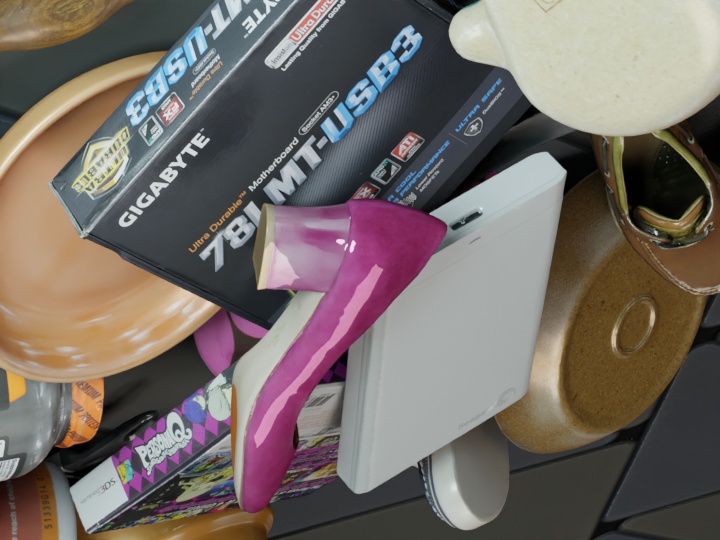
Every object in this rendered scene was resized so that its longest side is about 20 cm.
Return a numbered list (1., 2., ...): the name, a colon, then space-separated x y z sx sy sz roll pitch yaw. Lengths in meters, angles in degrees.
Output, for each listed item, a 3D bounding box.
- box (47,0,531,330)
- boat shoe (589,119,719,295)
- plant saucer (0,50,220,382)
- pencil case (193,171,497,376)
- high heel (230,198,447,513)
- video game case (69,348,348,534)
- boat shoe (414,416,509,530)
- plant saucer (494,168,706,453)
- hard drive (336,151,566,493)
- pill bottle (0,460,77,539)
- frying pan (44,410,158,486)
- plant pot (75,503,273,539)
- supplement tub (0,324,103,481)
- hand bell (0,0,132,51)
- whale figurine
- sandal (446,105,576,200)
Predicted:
1. box: -0.027 -0.069 1.458 0.200 0.050 0.198 -47 144 11
2. boat shoe: 0.175 -0.042 1.652 0.072 0.068 0.200 -25 133 12
3. plant saucer: -0.128 -0.032 1.482 0.199 0.037 0.201 -24 139 -23
4. pencil case: 0.000 0.000 1.663 0.199 0.091 0.094 -30 119 24
5. high heel: -0.015 0.048 1.487 0.095 0.067 0.201 3 120 -10
6. video game case: -0.044 0.092 1.678 0.199 0.036 0.181 -6 154 -49
7. boat shoe: 0.038 0.102 1.794 0.092 0.201 0.075 -24 118 20
8. plant saucer: 0.159 0.028 1.770 0.200 0.035 0.201 -27 130 -37
9. hard drive: 0.049 0.032 1.592 0.131 0.026 0.201 -30 149 -24
10. pill bottle: -0.280 0.172 1.742 0.199 0.113 0.112 2 149 -19
11. frying pan: -0.215 0.137 1.837 0.114 0.031 0.190 -7 149 -32
12. plant pot: -0.125 0.244 1.901 0.199 0.184 0.200 -27 163 -9
13. supplement tub: -0.248 0.062 1.546 0.199 0.123 0.123 -9 153 -26
14. hand bell: -0.192 -0.103 1.323 0.199 0.104 0.104 -22 158 -26
15. whale figurine: 0.104 -0.161 1.377 0.200 0.104 0.159 41 124 -15
16. sandal: 0.066 -0.090 1.568 0.199 0.076 0.048 -27 121 9
